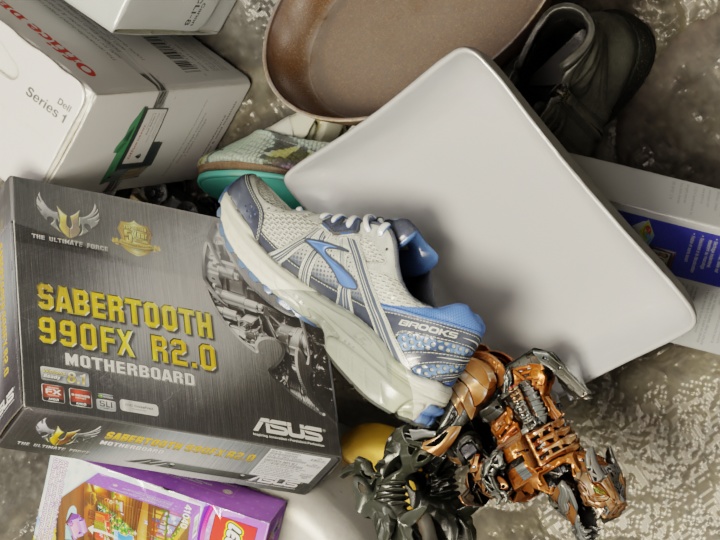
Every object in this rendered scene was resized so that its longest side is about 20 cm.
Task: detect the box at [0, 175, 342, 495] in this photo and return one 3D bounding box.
[{"bbox_3d":[-0.115,0.038,1.543,0.048,0.200,0.158,-48,39,45],"label":"box"}]

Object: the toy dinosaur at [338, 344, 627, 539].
[{"bbox_3d":[0.064,0.090,1.534,0.136,0.102,0.200,-56,44,18],"label":"toy dinosaur"}]

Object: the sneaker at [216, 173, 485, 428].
[{"bbox_3d":[0.000,0.000,1.521,0.085,0.077,0.200,-50,59,8],"label":"sneaker"}]

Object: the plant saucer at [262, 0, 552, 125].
[{"bbox_3d":[0.036,-0.156,1.580,0.200,0.032,0.200,-20,44,20],"label":"plant saucer"}]

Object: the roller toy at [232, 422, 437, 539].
[{"bbox_3d":[-0.049,0.185,1.648,0.182,0.140,0.200,8,108,19],"label":"roller toy"}]

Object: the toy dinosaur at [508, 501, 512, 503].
[{"bbox_3d":[0.038,0.048,1.619,0.047,0.088,0.200,-37,94,32],"label":"toy dinosaur"}]

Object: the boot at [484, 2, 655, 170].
[{"bbox_3d":[0.093,-0.069,1.562,0.068,0.131,0.200,31,107,19],"label":"boot"}]

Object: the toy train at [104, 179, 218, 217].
[{"bbox_3d":[-0.117,-0.030,1.718,0.200,0.034,0.046,34,112,19],"label":"toy train"}]

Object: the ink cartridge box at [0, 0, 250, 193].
[{"bbox_3d":[-0.183,-0.120,1.647,0.146,0.200,0.084,37,110,18],"label":"ink cartridge box"}]

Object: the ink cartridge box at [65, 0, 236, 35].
[{"bbox_3d":[-0.159,-0.255,1.655,0.200,0.145,0.145,35,108,17],"label":"ink cartridge box"}]

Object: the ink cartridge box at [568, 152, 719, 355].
[{"bbox_3d":[0.193,-0.001,1.532,0.200,0.039,0.099,16,135,5],"label":"ink cartridge box"}]

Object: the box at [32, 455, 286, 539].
[{"bbox_3d":[-0.133,0.208,1.582,0.137,0.039,0.200,18,111,10],"label":"box"}]

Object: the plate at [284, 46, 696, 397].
[{"bbox_3d":[0.075,-0.020,1.511,0.200,0.032,0.200,50,142,-6],"label":"plate"}]

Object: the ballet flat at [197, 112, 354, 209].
[{"bbox_3d":[-0.012,-0.066,1.642,0.200,0.069,0.071,10,74,40],"label":"ballet flat"}]
